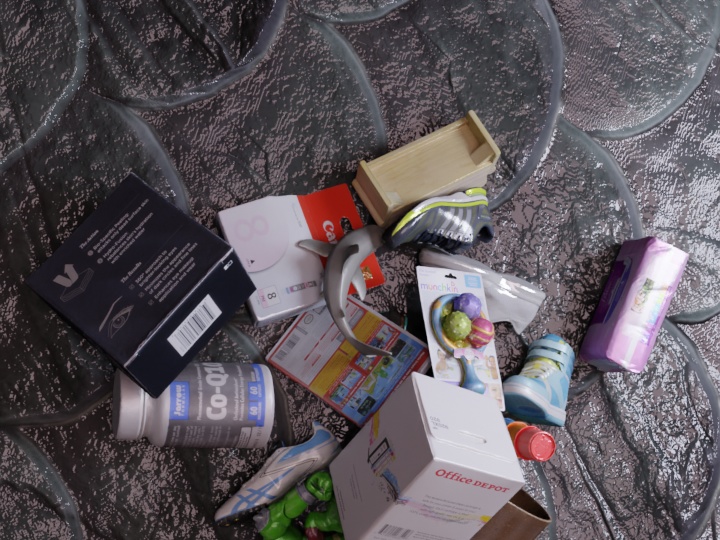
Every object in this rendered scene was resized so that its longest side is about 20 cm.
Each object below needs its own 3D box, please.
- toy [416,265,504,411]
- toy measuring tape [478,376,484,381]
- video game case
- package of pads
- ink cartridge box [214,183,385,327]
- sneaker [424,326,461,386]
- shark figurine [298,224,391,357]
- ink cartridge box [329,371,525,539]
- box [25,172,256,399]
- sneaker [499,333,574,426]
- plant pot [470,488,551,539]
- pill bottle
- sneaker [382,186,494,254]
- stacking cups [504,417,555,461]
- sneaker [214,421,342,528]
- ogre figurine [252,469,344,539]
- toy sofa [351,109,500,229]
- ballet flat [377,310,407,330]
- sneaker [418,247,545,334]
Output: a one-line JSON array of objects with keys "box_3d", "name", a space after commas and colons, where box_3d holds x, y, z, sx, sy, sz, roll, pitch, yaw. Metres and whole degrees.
[{"box_3d": [0.145, 0.086, 1.685, 0.115, 0.047, 0.200, 7, 67, -35], "name": "toy"}, {"box_3d": [0.072, 0.187, 1.699, 0.200, 0.074, 0.074, -38, 100, -4], "name": "toy measuring tape"}, {"box_3d": [-0.014, 0.118, 1.708, 0.200, 0.017, 0.143, 32, 76, 27], "name": "video game case"}, {"box_3d": [0.402, 0.054, 1.855, 0.076, 0.121, 0.200, 24, 82, -10], "name": "package of pads"}, {"box_3d": [-0.080, -0.029, 1.720, 0.200, 0.057, 0.163, -19, 79, -13], "name": "ink cartridge box"}, {"box_3d": [0.145, 0.118, 1.762, 0.075, 0.090, 0.200, -17, 113, -33], "name": "sneaker"}, {"box_3d": [-0.012, 0.013, 1.670, 0.128, 0.090, 0.215, 15, 58, -22], "name": "shark figurine"}, {"box_3d": [0.082, 0.258, 1.597, 0.147, 0.145, 0.200, 19, 125, -30], "name": "ink cartridge box"}, {"box_3d": [-0.275, 0.018, 1.590, 0.200, 0.117, 0.197, 36, 76, 26], "name": "box"}, {"box_3d": [0.250, 0.144, 1.792, 0.079, 0.200, 0.131, 8, 77, 23], "name": "sneaker"}, {"box_3d": [0.134, 0.374, 1.748, 0.187, 0.187, 0.200, 32, 95, -15], "name": "plant pot"}, {"box_3d": [-0.222, 0.177, 1.655, 0.200, 0.114, 0.114, 3, 88, -18], "name": "pill bottle"}, {"box_3d": [0.117, -0.059, 1.758, 0.200, 0.074, 0.081, -19, 77, -36], "name": "sneaker"}, {"box_3d": [0.206, 0.238, 1.746, 0.060, 0.200, 0.061, 0, 91, -17], "name": "stacking cups"}, {"box_3d": [-0.118, 0.282, 1.717, 0.200, 0.072, 0.073, -34, 71, -11], "name": "sneaker"}, {"box_3d": [-0.074, 0.360, 1.698, 0.120, 0.200, 0.098, -16, 56, -4], "name": "ogre figurine"}, {"box_3d": [0.092, -0.139, 1.789, 0.200, 0.098, 0.083, -27, 72, -16], "name": "toy sofa"}, {"box_3d": [0.024, 0.154, 1.761, 0.068, 0.068, 0.200, 4, 93, -3], "name": "ballet flat"}, {"box_3d": [0.166, 0.034, 1.811, 0.200, 0.075, 0.089, 23, 101, -14], "name": "sneaker"}]
